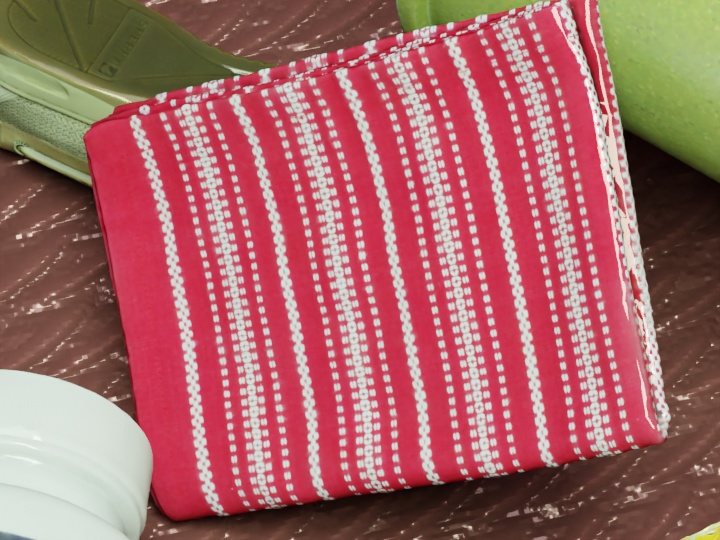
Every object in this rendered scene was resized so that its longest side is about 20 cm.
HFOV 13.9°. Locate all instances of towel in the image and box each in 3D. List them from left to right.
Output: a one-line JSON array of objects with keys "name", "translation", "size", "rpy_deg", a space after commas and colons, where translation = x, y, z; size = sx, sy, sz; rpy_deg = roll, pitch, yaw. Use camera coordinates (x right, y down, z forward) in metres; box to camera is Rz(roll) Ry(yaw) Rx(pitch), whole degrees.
[{"name": "towel", "translation": [0.000, 0.000, 0.953], "size": [0.022, 0.199, 0.146], "rpy_deg": [-6, 86, -56]}]

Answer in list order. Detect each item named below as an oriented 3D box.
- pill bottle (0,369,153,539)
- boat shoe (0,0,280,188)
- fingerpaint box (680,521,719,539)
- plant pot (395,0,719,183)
[{"name": "pill bottle", "translation": [-0.119, 0.135, 0.896], "size": [0.110, 0.111, 0.201], "rpy_deg": [8, 54, 1]}, {"name": "boat shoe", "translation": [-0.052, -0.036, 1.066], "size": [0.200, 0.063, 0.073], "rpy_deg": [25, 44, 5]}, {"name": "fingerpaint box", "translation": [0.156, 0.157, 0.927], "size": [0.199, 0.074, 0.167], "rpy_deg": [-21, 59, -21]}, {"name": "plant pot", "translation": [0.145, -0.100, 0.965], "size": [0.184, 0.201, 0.200], "rpy_deg": [40, 60, 19]}]
